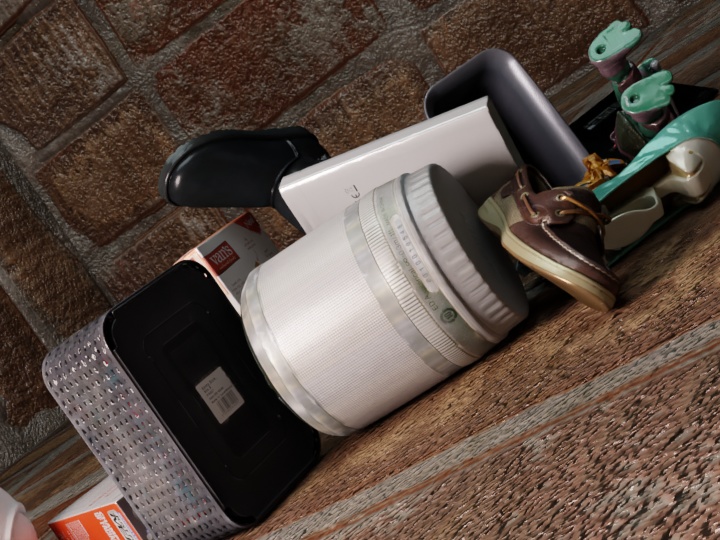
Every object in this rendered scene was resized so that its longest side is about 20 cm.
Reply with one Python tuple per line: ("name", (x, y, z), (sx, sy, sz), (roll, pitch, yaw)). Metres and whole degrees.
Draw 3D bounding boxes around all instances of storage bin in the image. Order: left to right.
("storage bin", (-0.142, 0.111, 1.027), (0.094, 0.201, 0.135), (-31, 6, 39))
("storage bin", (0.145, -0.115, 1.402), (0.145, 0.200, 0.134), (-36, -5, -16))

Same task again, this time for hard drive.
("hard drive", (0.048, -0.058, 1.089), (0.199, 0.132, 0.027), (-19, 32, 24))

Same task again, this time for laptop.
("laptop", (0.305, -0.139, 1.530), (0.187, 0.116, 0.199), (-38, 35, -29))

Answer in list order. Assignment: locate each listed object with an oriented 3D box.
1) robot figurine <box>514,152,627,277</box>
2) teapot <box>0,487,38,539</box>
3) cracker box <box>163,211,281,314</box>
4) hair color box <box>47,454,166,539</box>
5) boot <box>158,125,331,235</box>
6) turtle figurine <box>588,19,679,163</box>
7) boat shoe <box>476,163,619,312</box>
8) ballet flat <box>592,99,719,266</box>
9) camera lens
("robot figurine", (0.198, -0.055, 1.168), (0.145, 0.058, 0.200), (-32, 5, 11))
("teapot", (-0.368, 0.283, 1.212), (0.145, 0.198, 0.200), (1, 35, -7))
("cracker box", (-0.096, 0.049, 1.274), (0.058, 0.200, 0.134), (-36, 4, 26))
("hair color box", (-0.210, 0.223, 1.204), (0.111, 0.064, 0.200), (-37, 4, -34))
("boot", (-0.078, -0.076, 1.266), (0.199, 0.168, 0.077), (-15, -50, -36))
("turtle figurine", (0.274, -0.136, 1.138), (0.101, 0.150, 0.200), (-50, -37, 5))
("boat shoe", (0.150, -0.034, 0.955), (0.072, 0.072, 0.200), (-55, 20, 9))
("ballet flat", (0.240, -0.061, 1.022), (0.200, 0.067, 0.070), (-36, 26, -3))
("camera lens", (0.015, 0.027, 1.026), (0.199, 0.160, 0.160), (-33, 6, 17))
